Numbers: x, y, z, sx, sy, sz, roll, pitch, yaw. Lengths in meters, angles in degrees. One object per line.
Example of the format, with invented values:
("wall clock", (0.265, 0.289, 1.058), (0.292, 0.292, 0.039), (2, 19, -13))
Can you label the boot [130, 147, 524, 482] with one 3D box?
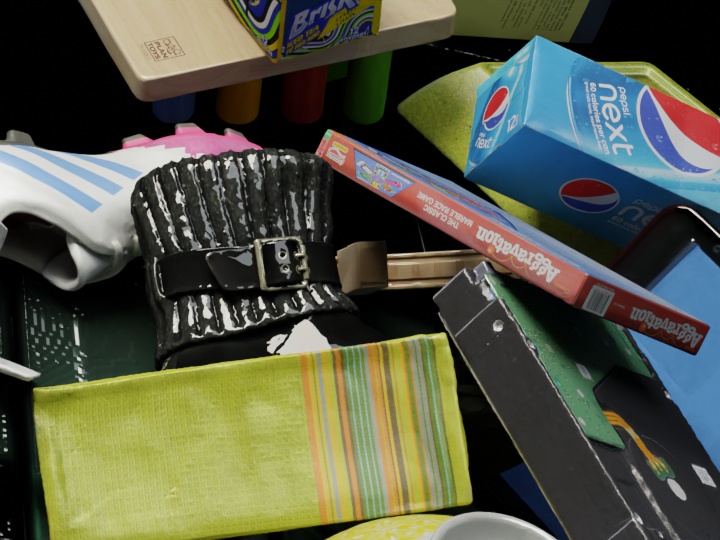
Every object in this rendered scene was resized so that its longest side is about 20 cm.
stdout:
("boot", (-0.010, 0.020, 1.264), (0.211, 0.079, 0.158), (6, 57, -17))

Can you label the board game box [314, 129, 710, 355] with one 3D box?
("board game box", (0.073, -0.015, 1.260), (0.103, 0.019, 0.200), (22, 7, -45))

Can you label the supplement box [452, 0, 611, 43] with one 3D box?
("supplement box", (0.059, -0.266, 1.675), (0.200, 0.134, 0.200), (1, 41, -30))

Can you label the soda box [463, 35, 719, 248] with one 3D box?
("soda box", (0.162, -0.054, 1.402), (0.200, 0.068, 0.064), (22, 57, -20))

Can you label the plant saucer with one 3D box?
("plant saucer", (0.156, -0.075, 1.530), (0.200, 0.048, 0.200), (-4, 33, -34))

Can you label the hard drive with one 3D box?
("hard drive", (0.124, 0.091, 1.203), (0.140, 0.038, 0.200), (20, 34, -52))

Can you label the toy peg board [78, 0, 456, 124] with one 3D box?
("toy peg board", (-0.078, -0.158, 1.514), (0.199, 0.098, 0.200), (-14, 48, -21))

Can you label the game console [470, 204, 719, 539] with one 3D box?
("game console", (0.150, 0.079, 1.297), (0.172, 0.119, 0.200), (-13, 49, -41))

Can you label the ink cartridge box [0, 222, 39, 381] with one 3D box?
("ink cartridge box", (-0.235, -0.014, 1.187), (0.200, 0.067, 0.116), (22, -3, -4))

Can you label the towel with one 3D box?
("towel", (-0.050, 0.081, 1.176), (0.200, 0.018, 0.086), (-7, 70, -9))

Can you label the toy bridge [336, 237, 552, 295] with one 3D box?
("toy bridge", (0.000, 0.000, 1.356), (0.200, 0.027, 0.067), (-3, -3, -11))

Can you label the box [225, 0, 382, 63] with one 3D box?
("box", (-0.065, -0.209, 1.452), (0.070, 0.064, 0.200), (-18, 49, -25))

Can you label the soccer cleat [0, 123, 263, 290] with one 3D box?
("soccer cleat", (-0.131, -0.026, 1.323), (0.200, 0.070, 0.086), (-3, 59, -30))

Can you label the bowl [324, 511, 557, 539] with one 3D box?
("bowl", (0.048, 0.173, 1.124), (0.200, 0.108, 0.200), (16, 37, -12))
